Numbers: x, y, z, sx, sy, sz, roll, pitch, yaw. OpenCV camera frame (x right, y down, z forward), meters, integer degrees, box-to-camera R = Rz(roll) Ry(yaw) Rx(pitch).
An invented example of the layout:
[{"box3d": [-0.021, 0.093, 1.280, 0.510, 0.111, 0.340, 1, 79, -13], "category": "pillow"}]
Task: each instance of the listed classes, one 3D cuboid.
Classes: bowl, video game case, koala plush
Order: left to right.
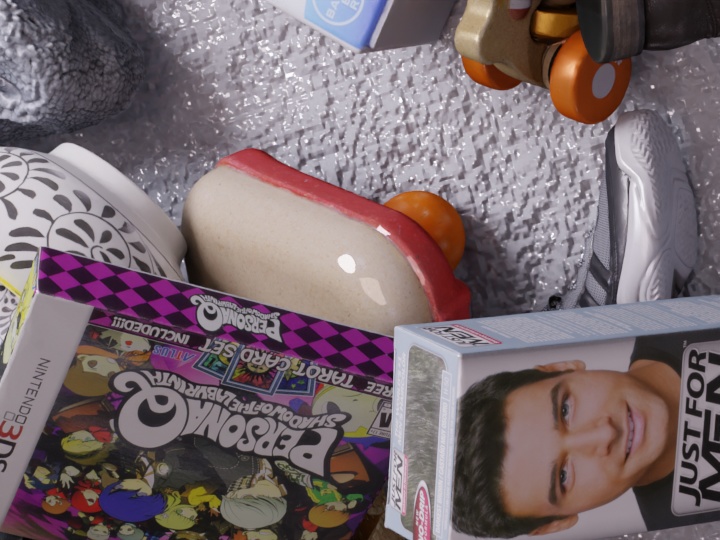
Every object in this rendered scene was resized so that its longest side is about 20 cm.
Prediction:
[{"box3d": [-0.238, -0.097, 1.422, 0.184, 0.177, 0.200, 41, 110, 3], "category": "koala plush"}, {"box3d": [-0.152, -0.004, 1.344, 0.200, 0.201, 0.094, 35, 76, 17], "category": "bowl"}, {"box3d": [-0.085, 0.080, 1.255, 0.199, 0.036, 0.182, 15, 135, -14], "category": "video game case"}]

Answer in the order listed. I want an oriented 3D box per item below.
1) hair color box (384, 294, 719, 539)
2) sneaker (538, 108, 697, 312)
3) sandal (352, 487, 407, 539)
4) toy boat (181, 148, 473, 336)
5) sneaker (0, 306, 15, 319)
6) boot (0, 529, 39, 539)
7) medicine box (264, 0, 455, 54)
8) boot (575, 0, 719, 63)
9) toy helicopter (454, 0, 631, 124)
[{"box3d": [0.112, 0.072, 1.221, 0.061, 0.199, 0.100, 23, 114, 57], "category": "hair color box"}, {"box3d": [0.110, 0.018, 1.319, 0.113, 0.075, 0.202, 2, 102, 23], "category": "sneaker"}, {"box3d": [0.001, 0.167, 1.416, 0.069, 0.078, 0.213, 3, 109, -6], "category": "sandal"}, {"box3d": [0.000, 0.000, 1.347, 0.199, 0.130, 0.131, 24, 132, 42], "category": "toy boat"}, {"box3d": [-0.240, 0.010, 1.489, 0.199, 0.087, 0.081, 15, 135, 2], "category": "sneaker"}, {"box3d": [-0.217, 0.170, 1.369, 0.162, 0.073, 0.199, -35, 38, 15], "category": "boot"}, {"box3d": [-0.023, -0.238, 1.329, 0.199, 0.103, 0.183, 30, 110, 18], "category": "medicine box"}, {"box3d": [0.187, -0.188, 1.218, 0.173, 0.069, 0.201, -7, 113, -10], "category": "boot"}, {"box3d": [0.075, -0.166, 1.248, 0.079, 0.200, 0.133, 25, 86, 40], "category": "toy helicopter"}]
